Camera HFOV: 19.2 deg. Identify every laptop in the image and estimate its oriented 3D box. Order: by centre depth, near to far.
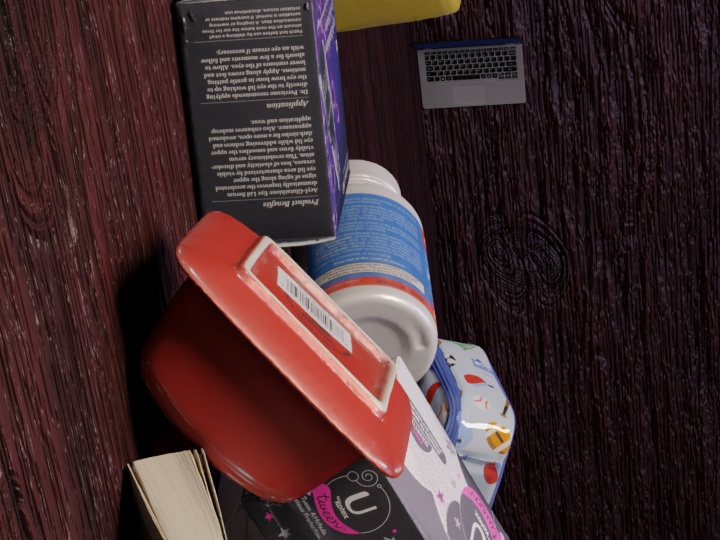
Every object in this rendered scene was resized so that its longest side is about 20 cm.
[{"bbox_3d":[0.190,-0.343,3.703,0.116,0.187,0.200,-83,168,-54],"label":"laptop"}]

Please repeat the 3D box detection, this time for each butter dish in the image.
[{"bbox_3d":[-0.075,0.080,1.388,0.200,0.148,0.199,45,11,-4],"label":"butter dish"}]

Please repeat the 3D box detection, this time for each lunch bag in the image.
[{"bbox_3d":[0.048,0.159,1.717,0.200,0.075,0.160,-66,-155,23],"label":"lunch bag"}]

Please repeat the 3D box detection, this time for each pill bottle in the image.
[{"bbox_3d":[0.000,0.000,1.717,0.200,0.112,0.112,-95,177,-51],"label":"pill bottle"}]

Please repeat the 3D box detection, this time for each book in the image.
[{"bbox_3d":[-0.099,0.231,1.322,0.134,0.048,0.200,-119,-159,-55],"label":"book"}]

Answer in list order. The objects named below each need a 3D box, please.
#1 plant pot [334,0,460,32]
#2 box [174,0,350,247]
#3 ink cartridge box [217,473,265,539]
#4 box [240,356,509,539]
[{"bbox_3d":[-0.032,-0.332,1.745,0.200,0.195,0.194,66,21,-55],"label":"plant pot"},{"bbox_3d":[-0.072,-0.135,1.637,0.148,0.104,0.200,-81,166,-66],"label":"box"},{"bbox_3d":[-0.058,0.261,1.664,0.147,0.086,0.200,-86,171,-45],"label":"ink cartridge box"},{"bbox_3d":[0.020,0.186,1.557,0.200,0.115,0.132,60,24,-24],"label":"box"}]
